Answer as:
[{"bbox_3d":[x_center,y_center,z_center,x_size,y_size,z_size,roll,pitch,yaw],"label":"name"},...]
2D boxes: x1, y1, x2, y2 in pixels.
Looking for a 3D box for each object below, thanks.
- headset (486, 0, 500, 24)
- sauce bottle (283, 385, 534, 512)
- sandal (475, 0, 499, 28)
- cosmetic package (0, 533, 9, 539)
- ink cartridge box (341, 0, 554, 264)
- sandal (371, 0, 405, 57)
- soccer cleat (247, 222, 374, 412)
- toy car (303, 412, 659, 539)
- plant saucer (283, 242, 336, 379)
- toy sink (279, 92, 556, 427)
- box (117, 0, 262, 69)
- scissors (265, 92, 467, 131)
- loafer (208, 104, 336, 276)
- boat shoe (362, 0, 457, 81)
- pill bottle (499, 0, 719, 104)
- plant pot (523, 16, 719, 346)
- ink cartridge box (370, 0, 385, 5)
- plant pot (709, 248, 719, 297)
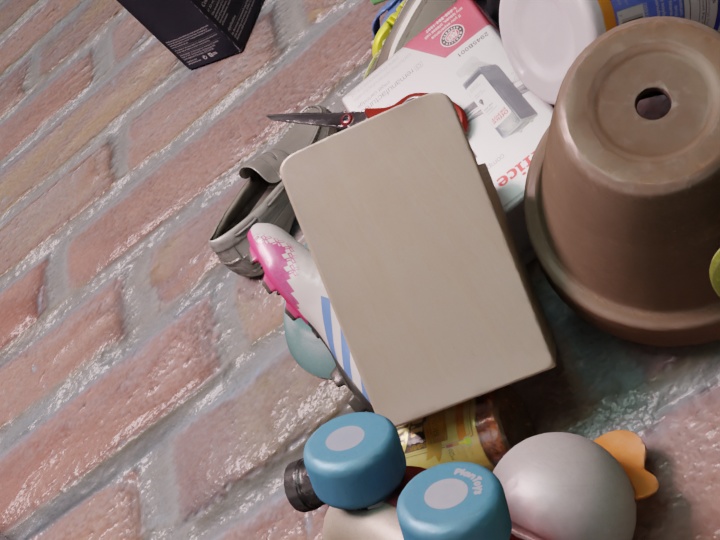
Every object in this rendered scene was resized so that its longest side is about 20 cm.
[{"bbox_3d":[0.184,-0.268,0.993,0.122,0.095,0.200,12,37,18],"label":"headset"},{"bbox_3d":[0.030,0.139,0.836,0.199,0.066,0.066,-22,44,27],"label":"sauce bottle"},{"bbox_3d":[0.121,-0.165,1.029,0.075,0.043,0.202,-6,57,31],"label":"sandal"},{"bbox_3d":[-0.434,0.321,1.078,0.198,0.123,0.201,13,68,48],"label":"cosmetic package"},{"bbox_3d":[0.093,-0.103,0.929,0.145,0.085,0.201,-38,57,13],"label":"ink cartridge box"},{"bbox_3d":[0.077,-0.282,1.150,0.200,0.080,0.087,-44,21,-3],"label":"sandal"},{"bbox_3d":[-0.012,0.026,0.923,0.086,0.070,0.201,-39,74,7],"label":"soccer cleat"},{"bbox_3d":[0.095,0.158,0.713,0.199,0.186,0.176,-31,29,-28],"label":"toy car"},{"bbox_3d":[0.000,0.000,1.009,0.199,0.036,0.201,-25,44,26],"label":"plant saucer"},{"bbox_3d":[0.045,-0.010,0.806,0.129,0.202,0.112,-23,2,12],"label":"toy sink"},{"bbox_3d":[-0.214,-0.399,1.441,0.103,0.182,0.202,-8,52,39],"label":"box"},{"bbox_3d":[0.003,-0.129,0.939,0.199,0.014,0.074,27,90,39],"label":"scissors"},{"bbox_3d":[-0.087,-0.090,1.142,0.070,0.070,0.201,4,61,45],"label":"loafer"},{"bbox_3d":[0.038,-0.183,1.038,0.060,0.071,0.203,51,132,44],"label":"boat shoe"},{"bbox_3d":[0.214,-0.207,0.864,0.199,0.113,0.112,-23,30,-26],"label":"pill bottle"},{"bbox_3d":[0.194,-0.068,0.717,0.198,0.175,0.202,-6,70,16],"label":"plant pot"},{"bbox_3d":[0.094,-0.336,1.023,0.199,0.084,0.146,-9,38,40],"label":"ink cartridge box"},{"bbox_3d":[0.277,0.090,0.567,0.199,0.199,0.192,-9,65,39],"label":"plant pot"}]
